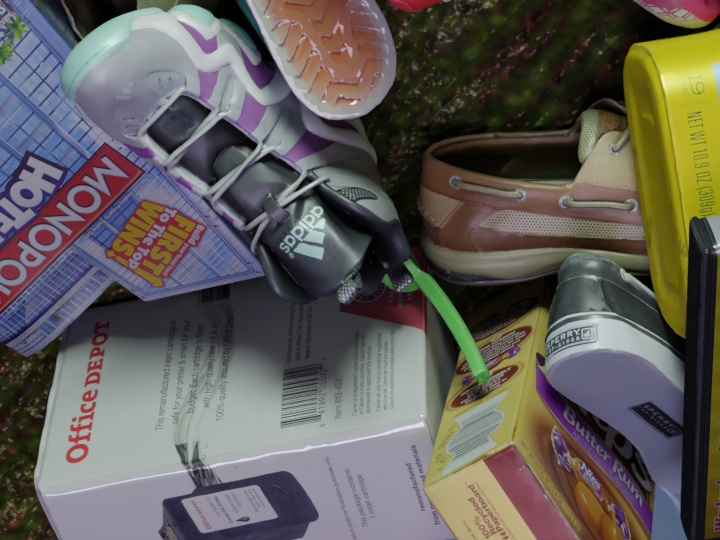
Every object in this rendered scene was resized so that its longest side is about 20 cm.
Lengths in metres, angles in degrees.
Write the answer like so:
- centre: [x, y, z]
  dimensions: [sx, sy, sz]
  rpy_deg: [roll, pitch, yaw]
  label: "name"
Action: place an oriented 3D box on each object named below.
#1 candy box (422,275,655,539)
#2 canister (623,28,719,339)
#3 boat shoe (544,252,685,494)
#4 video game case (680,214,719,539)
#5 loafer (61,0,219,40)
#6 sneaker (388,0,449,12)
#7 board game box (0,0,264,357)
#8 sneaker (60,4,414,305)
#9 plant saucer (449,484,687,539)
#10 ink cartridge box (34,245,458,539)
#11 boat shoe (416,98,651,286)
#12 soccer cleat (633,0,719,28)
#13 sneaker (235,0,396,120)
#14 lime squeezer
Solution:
- centre: [0.094, 0.093, 1.178]
  dimensions: [0.056, 0.200, 0.117]
  rpy_deg: [-29, 107, 19]
  label: "candy box"
- centre: [0.232, -0.053, 1.106]
  dimensions: [0.199, 0.087, 0.149]
  rpy_deg: [-11, 99, -6]
  label: "canister"
- centre: [0.154, 0.055, 1.186]
  dimensions: [0.073, 0.068, 0.199]
  rpy_deg: [-21, 141, 35]
  label: "boat shoe"
- centre: [0.238, 0.041, 1.090]
  dimensions: [0.180, 0.026, 0.201]
  rpy_deg: [-9, 134, -4]
  label: "video game case"
- centre: [-0.126, -0.177, 1.070]
  dimensions: [0.075, 0.068, 0.200]
  rpy_deg: [-4, 130, 34]
  label: "loafer"
- centre: [-0.019, -0.195, 1.011]
  dimensions: [0.085, 0.077, 0.200]
  rpy_deg: [-40, 83, 22]
  label: "sneaker"
- centre: [-0.152, -0.038, 1.188]
  dimensions: [0.200, 0.062, 0.200]
  rpy_deg: [36, 119, -21]
  label: "board game box"
- centre: [-0.042, -0.039, 1.093]
  dimensions: [0.200, 0.140, 0.078]
  rpy_deg: [18, 124, -47]
  label: "sneaker"
- centre: [0.109, 0.177, 1.300]
  dimensions: [0.199, 0.027, 0.201]
  rpy_deg: [0, 88, -2]
  label: "plant saucer"
- centre: [-0.053, 0.077, 1.216]
  dimensions: [0.199, 0.145, 0.085]
  rpy_deg: [-11, 126, 9]
  label: "ink cartridge box"
- centre: [0.123, -0.043, 1.170]
  dimensions: [0.199, 0.076, 0.074]
  rpy_deg: [-8, 122, 6]
  label: "boat shoe"
- centre: [0.086, -0.181, 1.081]
  dimensions: [0.086, 0.070, 0.200]
  rpy_deg: [-27, 117, 32]
  label: "soccer cleat"
- centre: [-0.044, -0.165, 1.090]
  dimensions: [0.071, 0.080, 0.201]
  rpy_deg: [-22, 102, -4]
  label: "sneaker"
- centre: [0.000, 0.000, 1.190]
  dimensions: [0.199, 0.071, 0.038]
  rpy_deg: [17, 138, 38]
  label: "lime squeezer"
